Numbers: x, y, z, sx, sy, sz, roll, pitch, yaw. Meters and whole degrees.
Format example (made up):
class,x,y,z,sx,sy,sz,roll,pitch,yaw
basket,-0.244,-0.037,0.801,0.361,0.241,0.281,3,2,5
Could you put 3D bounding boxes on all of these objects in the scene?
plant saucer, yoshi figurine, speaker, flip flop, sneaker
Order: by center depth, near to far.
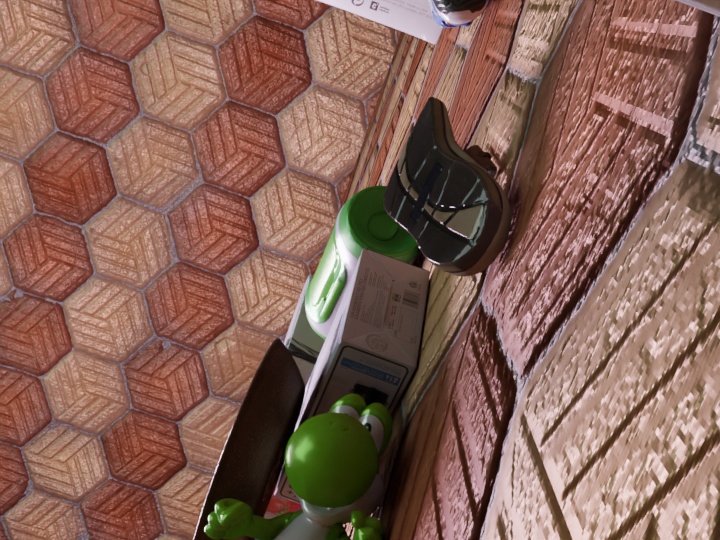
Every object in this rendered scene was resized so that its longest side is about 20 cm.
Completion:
class,x,y,z,sx,sy,sz,roll,pitch,yaw
yoshi figurine,-0.037,0.174,0.640,0.112,0.112,0.201,-6,62,67
flip flop,0.064,-0.053,0.640,0.082,0.057,0.200,-65,22,18
plant saucer,-0.083,0.153,0.758,0.200,0.036,0.202,20,-90,-88
speaker,0.000,0.000,0.944,0.200,0.088,0.089,117,171,-60
sneaker,0.107,-0.285,1.008,0.200,0.075,0.078,-79,-13,-59

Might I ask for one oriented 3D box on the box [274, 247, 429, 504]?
class,x,y,z,sx,sy,sz,roll,pitch,yaw
box,-0.008,0.096,0.808,0.117,0.060,0.201,-76,7,-49

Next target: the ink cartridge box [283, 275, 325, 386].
class,x,y,z,sx,sy,sz,roll,pitch,yaw
ink cartridge box,-0.058,0.125,1.124,0.144,0.083,0.202,121,166,-72

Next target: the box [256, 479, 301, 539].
class,x,y,z,sx,sy,sz,roll,pitch,yaw
box,-0.086,0.227,0.958,0.095,0.102,0.201,-77,9,-47

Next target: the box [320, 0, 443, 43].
class,x,y,z,sx,sy,sz,roll,pitch,yaw
box,0.051,-0.445,1.299,0.131,0.197,0.201,-75,6,-47

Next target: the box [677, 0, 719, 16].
class,x,y,z,sx,sy,sz,roll,pitch,yaw
box,0.103,-0.221,0.333,0.199,0.130,0.201,-79,10,-60
